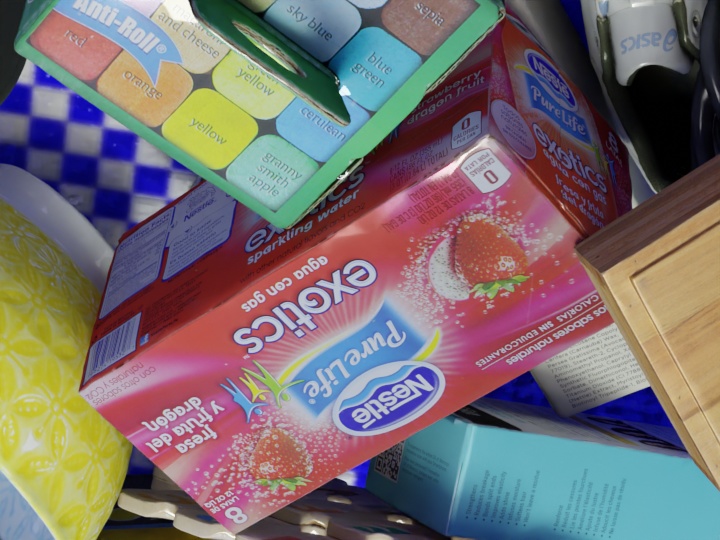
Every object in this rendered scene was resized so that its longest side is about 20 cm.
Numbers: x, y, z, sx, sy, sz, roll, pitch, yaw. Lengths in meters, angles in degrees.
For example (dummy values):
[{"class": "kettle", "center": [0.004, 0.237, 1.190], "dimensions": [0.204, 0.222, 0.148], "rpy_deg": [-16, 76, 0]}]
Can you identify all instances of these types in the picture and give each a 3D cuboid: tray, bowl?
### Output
[{"class": "tray", "center": [0.184, -0.017, 0.753], "dimensions": [0.199, 0.037, 0.099], "rpy_deg": [-33, 111, -2]}, {"class": "bowl", "center": [-0.159, 0.020, 0.906], "dimensions": [0.108, 0.200, 0.200], "rpy_deg": [-49, 121, -18]}]

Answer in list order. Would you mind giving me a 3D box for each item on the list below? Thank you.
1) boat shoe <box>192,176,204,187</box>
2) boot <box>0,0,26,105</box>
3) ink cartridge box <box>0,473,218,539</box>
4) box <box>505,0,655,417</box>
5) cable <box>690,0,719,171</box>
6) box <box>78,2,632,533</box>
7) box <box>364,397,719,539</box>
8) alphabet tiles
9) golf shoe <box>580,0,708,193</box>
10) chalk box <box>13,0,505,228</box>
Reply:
[{"class": "boat shoe", "center": [-0.047, -0.003, 0.928], "dimensions": [0.072, 0.062, 0.201], "rpy_deg": [12, 125, -8]}, {"class": "boot", "center": [-0.241, -0.083, 0.849], "dimensions": [0.173, 0.200, 0.069], "rpy_deg": [18, 144, 27]}, {"class": "ink cartridge box", "center": [-0.160, 0.144, 0.955], "dimensions": [0.199, 0.198, 0.047], "rpy_deg": [-2, 108, 1]}, {"class": "box", "center": [0.073, -0.039, 0.897], "dimensions": [0.082, 0.069, 0.200], "rpy_deg": [-21, 122, 17]}, {"class": "cable", "center": [0.187, -0.075, 0.839], "dimensions": [0.200, 0.051, 0.164], "rpy_deg": [38, 89, -40]}, {"class": "box", "center": [0.000, 0.000, 0.825], "dimensions": [0.199, 0.100, 0.095], "rpy_deg": [-32, 119, 25]}, {"class": "box", "center": [0.109, 0.094, 0.946], "dimensions": [0.199, 0.082, 0.049], "rpy_deg": [10, 94, -26]}, {"class": "alphabet tiles", "center": [0.003, 0.108, 0.936], "dimensions": [0.195, 0.199, 0.015], "rpy_deg": [7, 93, -42]}, {"class": "golf shoe", "center": [0.112, -0.119, 0.819], "dimensions": [0.078, 0.097, 0.201], "rpy_deg": [-11, 123, 17]}, {"class": "chalk box", "center": [-0.034, -0.111, 0.765], "dimensions": [0.125, 0.201, 0.124], "rpy_deg": [35, 120, -21]}]
